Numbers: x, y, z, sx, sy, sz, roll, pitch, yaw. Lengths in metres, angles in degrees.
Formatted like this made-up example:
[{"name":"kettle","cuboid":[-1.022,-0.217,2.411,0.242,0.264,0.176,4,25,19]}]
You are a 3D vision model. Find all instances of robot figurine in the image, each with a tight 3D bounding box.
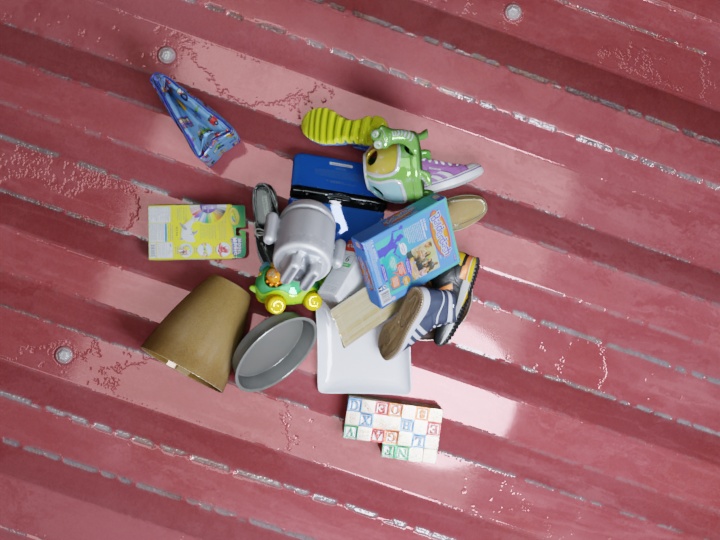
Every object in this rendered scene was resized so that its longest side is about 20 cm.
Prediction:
[{"name":"robot figurine","cuboid":[-0.106,-0.057,1.548,0.169,0.113,0.200,23,45,-21]}]

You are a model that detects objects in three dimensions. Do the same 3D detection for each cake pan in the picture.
[{"name":"cake pan","cuboid":[-0.177,0.161,1.622,0.200,0.200,0.037,-44,61,-2]}]

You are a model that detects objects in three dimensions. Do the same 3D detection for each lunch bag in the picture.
[{"name":"lunch bag","cuboid":[-0.346,-0.319,1.621,0.094,0.151,0.200,-41,92,-2]}]

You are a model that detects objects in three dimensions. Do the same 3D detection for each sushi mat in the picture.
[{"name":"sushi mat","cuboid":[0.032,0.065,1.591,0.200,0.012,0.096,-33,120,-19]}]

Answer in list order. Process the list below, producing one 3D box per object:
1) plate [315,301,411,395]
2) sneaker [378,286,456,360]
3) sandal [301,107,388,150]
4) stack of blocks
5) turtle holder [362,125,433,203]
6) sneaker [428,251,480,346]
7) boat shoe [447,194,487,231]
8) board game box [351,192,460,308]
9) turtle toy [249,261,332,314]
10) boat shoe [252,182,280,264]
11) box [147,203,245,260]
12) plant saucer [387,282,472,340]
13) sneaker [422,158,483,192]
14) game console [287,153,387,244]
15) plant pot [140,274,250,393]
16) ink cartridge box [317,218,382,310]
[{"name":"plate","cuboid":[0.008,0.158,1.680,0.199,0.032,0.200,0,96,7]},{"name":"sneaker","cuboid":[0.118,0.108,1.606,0.108,0.200,0.070,-1,48,-33]},{"name":"sandal","cuboid":[-0.029,-0.285,1.672,0.200,0.087,0.080,15,87,19]},{"name":"stack of blocks","cuboid":[0.065,0.330,1.687,0.200,0.059,0.115,9,90,-3]},{"name":"turtle holder","cuboid":[0.072,-0.202,1.571,0.132,0.186,0.141,-5,90,8]},{"name":"sneaker","cuboid":[0.176,0.054,1.662,0.090,0.070,0.200,21,91,16]},{"name":"boat shoe","cuboid":[0.173,-0.111,1.682,0.200,0.076,0.072,-18,91,-3]},{"name":"board game box","cuboid":[0.092,-0.039,1.555,0.200,0.045,0.152,-28,121,-21]},{"name":"turtle toy","cuboid":[-0.127,0.020,1.628,0.200,0.146,0.101,-6,101,-19]},{"name":"boat shoe","cuboid":[-0.186,-0.085,1.670,0.073,0.068,0.200,-5,91,-2]},{"name":"box","cuboid":[-0.338,-0.080,1.676,0.200,0.048,0.118,0,90,0]},{"name":"plant saucer","cuboid":[0.136,0.048,1.702,0.200,0.034,0.201,0,91,-1]},{"name":"sneaker","cuboid":[0.152,-0.221,1.685,0.200,0.073,0.114,-15,88,-2]},{"name":"game console","cuboid":[-0.054,-0.136,1.676,0.200,0.118,0.171,9,48,-9]},{"name":"plant pot","cuboid":[-0.310,0.116,1.624,0.186,0.186,0.200,30,75,-2]},{"name":"ink cartridge box","cuboid":[0.000,0.000,1.626,0.050,0.109,0.200,11,60,35]}]
